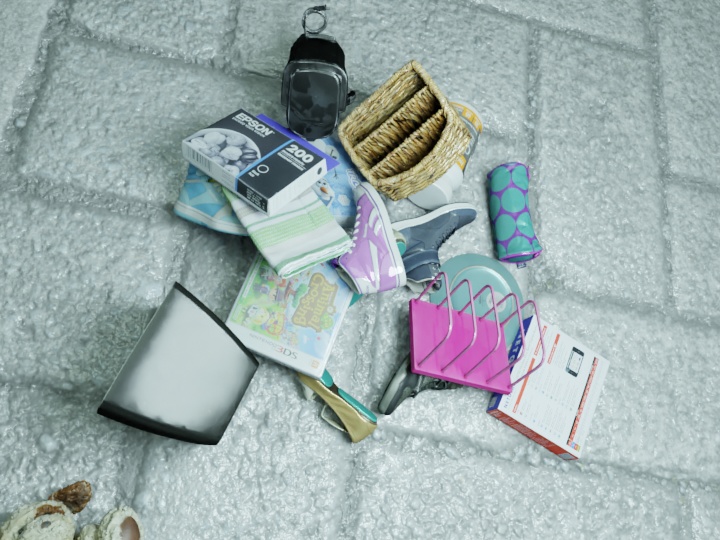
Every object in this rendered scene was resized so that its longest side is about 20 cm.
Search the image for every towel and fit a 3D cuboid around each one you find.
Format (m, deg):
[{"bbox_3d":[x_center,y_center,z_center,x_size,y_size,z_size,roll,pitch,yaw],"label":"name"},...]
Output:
[{"bbox_3d":[-0.120,-0.090,1.043,0.148,0.031,0.201,-23,65,-32],"label":"towel"}]

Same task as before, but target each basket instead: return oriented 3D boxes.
[{"bbox_3d":[0.079,-0.238,1.145,0.199,0.148,0.144,-36,49,18],"label":"basket"}]

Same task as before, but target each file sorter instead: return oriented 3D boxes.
[{"bbox_3d":[0.198,0.104,1.087,0.197,0.126,0.141,16,51,-19],"label":"file sorter"}]

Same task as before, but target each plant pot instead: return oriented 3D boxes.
[{"bbox_3d":[-0.272,0.165,0.985,0.176,0.199,0.202,31,66,-13],"label":"plant pot"}]

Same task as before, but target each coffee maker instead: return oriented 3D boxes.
[{"bbox_3d":[-0.089,-0.362,1.170,0.132,0.201,0.195,-16,118,5],"label":"coffee maker"}]

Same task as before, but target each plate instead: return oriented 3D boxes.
[{"bbox_3d":[0.230,0.059,1.227,0.196,0.026,0.204,5,69,-12],"label":"plate"}]

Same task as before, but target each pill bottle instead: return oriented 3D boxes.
[{"bbox_3d":[0.163,-0.229,1.264,0.115,0.117,0.203,25,66,-4],"label":"pill bottle"}]

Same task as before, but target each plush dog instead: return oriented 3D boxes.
[{"bbox_3d":[-0.432,0.400,0.900,0.171,0.162,0.199,41,37,18],"label":"plush dog"}]

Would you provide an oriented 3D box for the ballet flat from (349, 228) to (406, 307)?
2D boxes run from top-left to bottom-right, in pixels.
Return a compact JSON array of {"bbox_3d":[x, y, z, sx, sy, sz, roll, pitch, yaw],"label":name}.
[{"bbox_3d":[0.000,0.000,1.163,0.199,0.068,0.062,-41,52,-2],"label":"ballet flat"}]

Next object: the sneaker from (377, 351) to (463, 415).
[{"bbox_3d":[0.118,0.193,1.123,0.114,0.077,0.199,40,61,9],"label":"sneaker"}]

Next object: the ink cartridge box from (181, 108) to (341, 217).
[{"bbox_3d":[-0.161,-0.199,1.078,0.197,0.044,0.200,33,49,17],"label":"ink cartridge box"}]

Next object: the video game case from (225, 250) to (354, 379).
[{"bbox_3d":[-0.113,0.055,1.072,0.179,0.022,0.203,23,69,-3],"label":"video game case"}]

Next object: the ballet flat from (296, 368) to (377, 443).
[{"bbox_3d":[-0.059,0.213,1.083,0.200,0.069,0.063,43,96,6],"label":"ballet flat"}]

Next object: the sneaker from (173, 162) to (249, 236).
[{"bbox_3d":[-0.232,-0.136,1.094,0.197,0.079,0.133,18,98,24],"label":"sneaker"}]

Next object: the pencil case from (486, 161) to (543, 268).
[{"bbox_3d":[0.308,-0.113,1.275,0.090,0.085,0.204,-5,72,2],"label":"pencil case"}]

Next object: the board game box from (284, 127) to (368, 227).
[{"bbox_3d":[-0.073,-0.172,1.179,0.196,0.043,0.203,-1,59,-31],"label":"board game box"}]

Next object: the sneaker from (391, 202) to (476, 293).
[{"bbox_3d":[0.150,-0.039,1.206,0.199,0.077,0.148,-19,65,-9],"label":"sneaker"}]

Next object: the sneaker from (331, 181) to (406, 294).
[{"bbox_3d":[-0.003,-0.056,1.087,0.112,0.073,0.204,-14,66,-9],"label":"sneaker"}]

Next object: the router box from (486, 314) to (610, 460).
[{"bbox_3d":[0.352,0.215,1.185,0.178,0.049,0.202,31,67,-4],"label":"router box"}]
